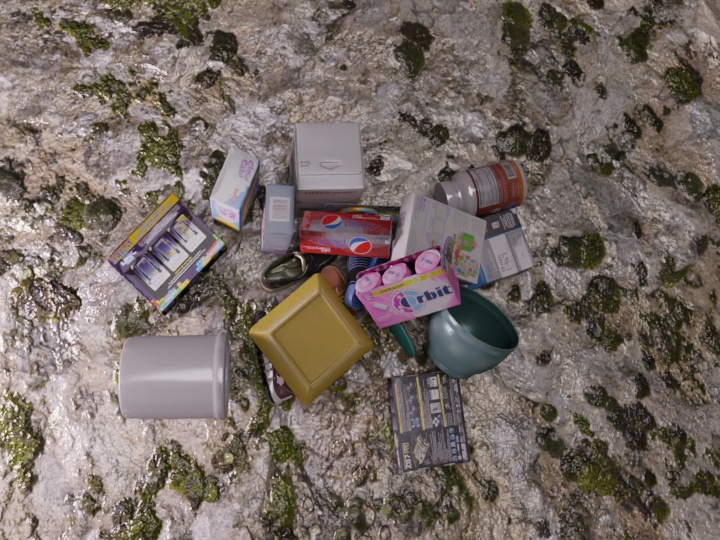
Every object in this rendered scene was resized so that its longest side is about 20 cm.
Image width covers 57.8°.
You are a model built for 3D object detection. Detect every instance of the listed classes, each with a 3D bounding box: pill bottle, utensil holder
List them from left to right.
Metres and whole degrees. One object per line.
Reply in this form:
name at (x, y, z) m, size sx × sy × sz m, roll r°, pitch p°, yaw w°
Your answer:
utensil holder at (-0.365, 0.211, 1.305) m, size 0.195 × 0.170 × 0.174 m, roll 1°, pitch 79°, yaw -8°
pill bottle at (0.277, -0.184, 1.519) m, size 0.196 × 0.112 × 0.115 m, roll -14°, pitch 82°, yaw -12°

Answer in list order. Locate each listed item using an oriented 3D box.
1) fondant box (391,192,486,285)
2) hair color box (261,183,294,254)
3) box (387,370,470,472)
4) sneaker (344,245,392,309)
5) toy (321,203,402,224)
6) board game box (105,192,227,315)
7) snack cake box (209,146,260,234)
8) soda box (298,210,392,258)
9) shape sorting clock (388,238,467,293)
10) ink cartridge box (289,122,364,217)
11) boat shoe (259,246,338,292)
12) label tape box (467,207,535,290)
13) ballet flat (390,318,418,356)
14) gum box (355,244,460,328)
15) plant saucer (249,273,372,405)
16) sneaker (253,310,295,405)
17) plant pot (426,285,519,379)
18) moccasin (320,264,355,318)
fondant box at (0.172, -0.064, 1.411) m, size 0.196 × 0.058 × 0.148 m, roll 18°, pitch 76°, yaw -24°
hair color box at (-0.177, -0.103, 1.376) m, size 0.059 × 0.200 × 0.102 m, roll 3°, pitch 79°, yaw -10°
box at (0.150, 0.328, 1.436) m, size 0.157 × 0.049 × 0.205 m, roll -6°, pitch 81°, yaw -13°
sneaker at (0.000, 0.000, 1.436) m, size 0.076 × 0.071 × 0.202 m, roll 7°, pitch 49°, yaw 30°
toy at (0.011, -0.113, 1.455) m, size 0.195 × 0.115 × 0.048 m, roll -3°, pitch 78°, yaw -11°
board game box at (-0.411, -0.036, 1.398) m, size 0.165 × 0.057 × 0.200 m, roll 42°, pitch 76°, yaw 2°
snack cake box at (-0.262, -0.163, 1.372) m, size 0.066 × 0.200 × 0.117 m, roll 23°, pitch 77°, yaw -5°
soda box at (-0.031, -0.078, 1.402) m, size 0.195 × 0.071 × 0.064 m, roll 5°, pitch 48°, yaw 4°
shape sorting clock at (0.157, -0.015, 1.490) m, size 0.195 × 0.039 × 0.205 m, roll 0°, pitch 84°, yaw 1°
ink cartridge box at (-0.077, -0.214, 1.414) m, size 0.142 × 0.200 × 0.148 m, roll -2°, pitch 80°, yaw -11°
boat shoe at (-0.129, -0.015, 1.438) m, size 0.198 × 0.066 × 0.073 m, roll -27°, pitch 85°, yaw -13°
label tape box at (0.289, -0.042, 1.520) m, size 0.196 × 0.063 × 0.147 m, roll -18°, pitch 83°, yaw -13°
ballet flat at (0.078, 0.096, 1.459) m, size 0.200 × 0.068 × 0.075 m, roll 46°, pitch 67°, yaw 4°
gum box at (0.094, 0.037, 1.341) m, size 0.196 × 0.114 × 0.067 m, roll -19°, pitch 40°, yaw 19°
plant saucer at (-0.097, 0.141, 1.352) m, size 0.199 × 0.048 × 0.201 m, roll -39°, pitch 94°, yaw -15°
sneaker at (-0.162, 0.178, 1.403) m, size 0.113 × 0.075 × 0.205 m, roll -11°, pitch 91°, yaw -19°
plant pot at (0.225, 0.147, 1.419) m, size 0.198 × 0.201 × 0.135 m, roll 30°, pitch 118°, yaw -4°
moccasin at (-0.048, 0.087, 1.427) m, size 0.072 × 0.078 × 0.206 m, roll -8°, pitch 82°, yaw 0°
